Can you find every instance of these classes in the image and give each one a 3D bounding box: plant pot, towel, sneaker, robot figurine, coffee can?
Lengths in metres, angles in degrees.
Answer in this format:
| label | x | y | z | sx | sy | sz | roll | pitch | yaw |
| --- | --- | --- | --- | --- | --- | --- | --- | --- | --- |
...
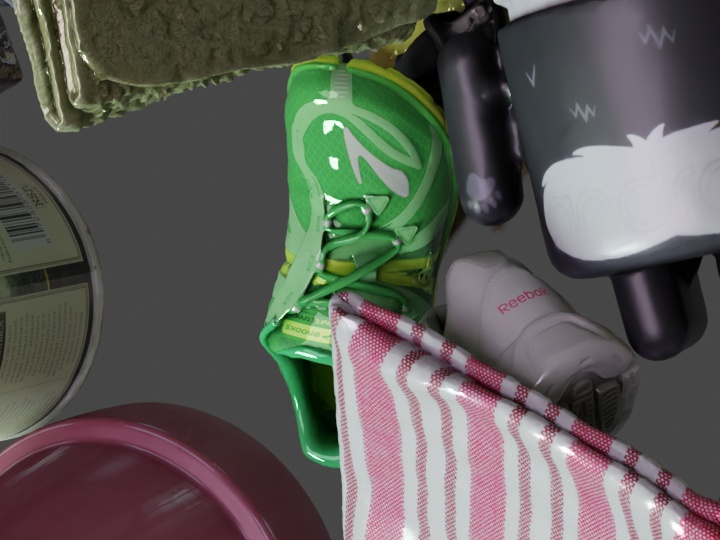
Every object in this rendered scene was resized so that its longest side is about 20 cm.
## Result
| label | x | y | z | sx | sy | sz | roll | pitch | yaw |
| --- | --- | --- | --- | --- | --- | --- | --- | --- | --- |
| plant pot | -0.131 | 0.169 | 1.251 | 0.200 | 0.179 | 0.200 | 4 | 99 | 27 |
| towel | -0.056 | -0.142 | 1.066 | 0.036 | 0.200 | 0.148 | 4 | 108 | 49 |
| towel | 0.060 | 0.104 | 1.094 | 0.200 | 0.030 | 0.146 | 30 | 140 | 33 |
| sneaker | 0.000 | 0.000 | 1.182 | 0.074 | 0.084 | 0.200 | 7 | 128 | 14 |
| robot figurine | 0.123 | -0.068 | 1.126 | 0.125 | 0.150 | 0.200 | -12 | 91 | 67 |
| sneaker | 0.058 | 0.062 | 1.177 | 0.099 | 0.078 | 0.200 | 55 | 151 | 30 |
| coffee can | -0.228 | 0.021 | 1.269 | 0.146 | 0.200 | 0.146 | 3 | 97 | 27 |

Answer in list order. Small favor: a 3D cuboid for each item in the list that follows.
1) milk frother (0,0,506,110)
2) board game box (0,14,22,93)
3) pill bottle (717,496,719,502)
| label | x | y | z | sx | sy | sz | roll | pitch | yaw |
| --- | --- | --- | --- | --- | --- | --- | --- | --- | --- |
| milk frother | -0.051 | -0.139 | 1.164 | 0.200 | 0.188 | 0.181 | 47 | 142 | 17 |
| board game box | -0.281 | -0.096 | 1.282 | 0.159 | 0.200 | 0.097 | -24 | 85 | 28 |
| pill bottle | 0.190 | 0.116 | 1.117 | 0.112 | 0.112 | 0.200 | 34 | 112 | 20 |
